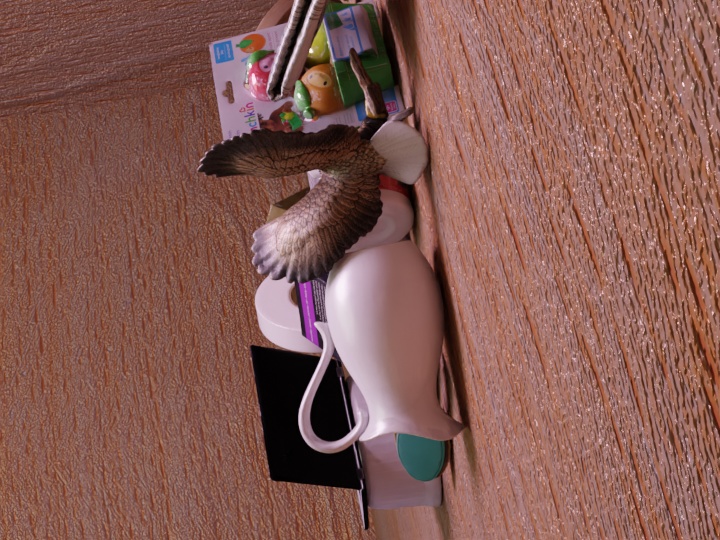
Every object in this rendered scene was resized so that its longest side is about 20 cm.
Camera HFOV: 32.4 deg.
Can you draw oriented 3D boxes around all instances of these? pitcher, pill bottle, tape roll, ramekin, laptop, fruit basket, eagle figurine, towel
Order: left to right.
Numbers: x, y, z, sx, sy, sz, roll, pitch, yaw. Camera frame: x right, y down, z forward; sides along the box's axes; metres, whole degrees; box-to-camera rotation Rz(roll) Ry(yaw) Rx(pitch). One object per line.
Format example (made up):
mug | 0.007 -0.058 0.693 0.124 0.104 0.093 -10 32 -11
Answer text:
fruit basket | -0.064 -0.219 1.362 0.094 0.197 0.187 84 175 -52
laptop | -0.063 0.215 1.581 0.201 0.114 0.189 86 173 -55
eagle figurine | -0.039 -0.096 1.239 0.152 0.199 0.151 47 159 17
towel | -0.032 -0.289 1.216 0.193 0.034 0.201 -71 3 -53
tape roll | -0.042 0.040 1.663 0.203 0.200 0.037 -107 9 -59
pill bottle | -0.010 -0.130 1.427 0.111 0.109 0.202 87 171 -60
pitcher | 0.008 0.081 1.270 0.121 0.169 0.203 -9 -91 -86
ramekin | 0.040 0.220 1.642 0.200 0.096 0.203 171 90 -86

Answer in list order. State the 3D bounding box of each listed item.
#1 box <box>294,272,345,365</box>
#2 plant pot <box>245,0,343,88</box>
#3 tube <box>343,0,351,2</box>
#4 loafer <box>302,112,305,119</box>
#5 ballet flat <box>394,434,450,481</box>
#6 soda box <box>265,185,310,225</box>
box | 0.004 0.072 1.472 0.199 0.036 0.144 34 148 29
plant pot | -0.055 -0.252 1.597 0.092 0.201 0.202 28 143 30
tube | -0.039 -0.441 1.570 0.058 0.051 0.202 -33 -65 -50
loafer | -0.028 -0.132 1.540 0.201 0.068 0.070 53 141 -5
ballet flat | 0.070 0.158 1.400 0.201 0.068 0.063 79 -156 -43
soda box | -0.065 -0.058 1.587 0.200 0.063 0.068 -38 -33 -71
